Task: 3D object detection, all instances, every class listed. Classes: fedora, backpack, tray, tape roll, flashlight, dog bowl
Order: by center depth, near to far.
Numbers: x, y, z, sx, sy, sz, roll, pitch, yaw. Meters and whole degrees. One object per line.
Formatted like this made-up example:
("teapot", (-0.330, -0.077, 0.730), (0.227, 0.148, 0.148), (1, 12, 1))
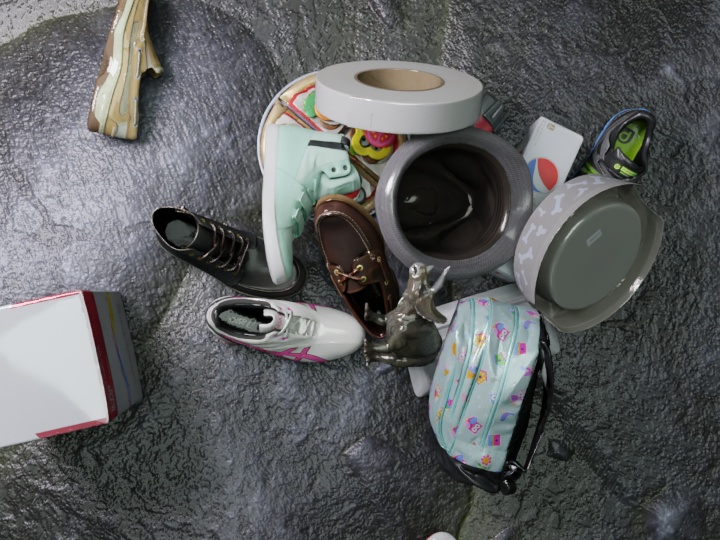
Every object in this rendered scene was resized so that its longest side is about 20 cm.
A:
("backpack", (0.146, 0.132, 0.987), (0.126, 0.167, 0.201), (10, 111, -6))
("tape roll", (0.044, -0.207, 1.001), (0.201, 0.203, 0.037), (2, 116, -4))
("fedora", (0.096, -0.081, 1.006), (0.199, 0.090, 0.178), (-8, 100, -24))
("dog bowl", (0.269, -0.025, 1.020), (0.199, 0.059, 0.201), (-18, 127, -25))
("tray", (0.152, 0.085, 1.076), (0.199, 0.022, 0.108), (-17, 102, -5))
("flashlight", (0.101, -0.141, 1.078), (0.068, 0.068, 0.200), (39, 85, 26))

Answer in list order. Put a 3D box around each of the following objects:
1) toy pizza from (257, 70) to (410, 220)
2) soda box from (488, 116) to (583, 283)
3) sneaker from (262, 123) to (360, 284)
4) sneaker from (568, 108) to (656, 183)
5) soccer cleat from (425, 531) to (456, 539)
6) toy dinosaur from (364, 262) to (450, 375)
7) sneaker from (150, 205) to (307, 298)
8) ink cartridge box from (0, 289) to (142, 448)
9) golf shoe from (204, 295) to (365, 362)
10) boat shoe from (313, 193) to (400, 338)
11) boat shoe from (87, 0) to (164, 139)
("toy pizza", (-0.033, -0.160, 1.086), (0.199, 0.032, 0.202), (0, 86, -4))
("soda box", (0.208, -0.088, 1.079), (0.063, 0.068, 0.201), (25, 85, -2))
("sneaker", (-0.057, -0.081, 1.013), (0.117, 0.074, 0.202), (2, 73, -5))
("sneaker", (0.313, -0.119, 1.081), (0.070, 0.083, 0.200), (28, 88, -2))
("soccer cleat", (0.073, 0.417, 1.028), (0.068, 0.085, 0.201), (26, 85, -2))
("toy dinosaur", (0.056, 0.084, 0.995), (0.102, 0.201, 0.077), (-2, 46, 4))
("sneaker", (-0.160, -0.018, 1.030), (0.199, 0.106, 0.075), (19, 85, -2))
("ink cartridge box", (-0.346, 0.106, 0.964), (0.144, 0.200, 0.146), (-13, 90, -4))
("golf shoe", (-0.090, 0.073, 1.038), (0.199, 0.092, 0.073), (6, 85, -5))
("boat shoe", (0.000, 0.000, 1.002), (0.070, 0.200, 0.071), (-11, 45, 23))
("boat shoe", (-0.283, -0.263, 1.065), (0.076, 0.072, 0.201), (14, 93, -17))
